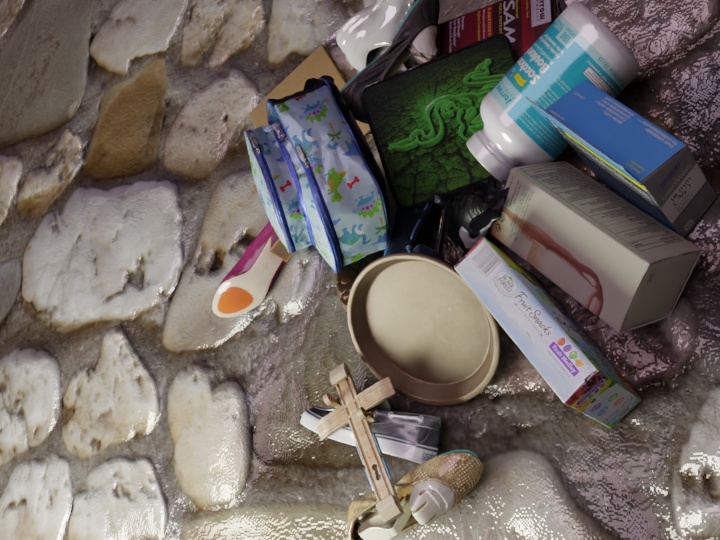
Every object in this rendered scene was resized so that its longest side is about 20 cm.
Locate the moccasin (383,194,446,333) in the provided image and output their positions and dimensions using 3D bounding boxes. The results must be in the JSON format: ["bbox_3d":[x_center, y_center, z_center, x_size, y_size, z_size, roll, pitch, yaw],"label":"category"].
[{"bbox_3d":[0.071,-0.019,1.114,0.067,0.080,0.205,-5,73,38],"label":"moccasin"}]

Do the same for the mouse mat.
[{"bbox_3d":[0.112,-0.181,1.090,0.196,0.008,0.164,-20,98,8],"label":"mouse mat"}]

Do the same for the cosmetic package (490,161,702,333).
[{"bbox_3d":[0.248,-0.031,0.954,0.200,0.102,0.089,44,130,40],"label":"cosmetic package"}]

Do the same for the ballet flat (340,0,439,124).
[{"bbox_3d":[0.055,-0.267,1.138,0.068,0.068,0.201,38,86,14],"label":"ballet flat"}]

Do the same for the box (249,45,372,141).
[{"bbox_3d":[-0.076,-0.222,1.327,0.163,0.021,0.202,-39,54,15],"label":"box"}]

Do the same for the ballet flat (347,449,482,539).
[{"bbox_3d":[0.060,0.276,1.028,0.199,0.071,0.066,-37,16,30],"label":"ballet flat"}]

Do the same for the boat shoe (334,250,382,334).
[{"bbox_3d":[-0.001,0.000,1.176,0.070,0.068,0.203,-15,60,1],"label":"boat shoe"}]

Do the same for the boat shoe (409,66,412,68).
[{"bbox_3d":[0.054,-0.210,1.196,0.067,0.072,0.204,-27,60,26],"label":"boat shoe"}]

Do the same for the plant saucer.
[{"bbox_3d":[0.075,0.068,1.048,0.196,0.029,0.204,14,121,24],"label":"plant saucer"}]

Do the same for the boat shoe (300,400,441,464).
[{"bbox_3d":[0.012,0.186,1.097,0.197,0.071,0.069,7,79,38],"label":"boat shoe"}]

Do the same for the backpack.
[{"bbox_3d":[-0.052,-0.102,1.096,0.145,0.184,0.202,-26,64,-7],"label":"backpack"}]

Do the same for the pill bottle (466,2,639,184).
[{"bbox_3d":[0.213,-0.195,1.012,0.200,0.110,0.112,-47,53,18],"label":"pill bottle"}]

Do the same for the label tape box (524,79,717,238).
[{"bbox_3d":[0.274,-0.126,0.912,0.064,0.199,0.144,-50,52,9],"label":"label tape box"}]

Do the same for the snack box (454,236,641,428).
[{"bbox_3d":[0.200,0.066,0.944,0.053,0.141,0.201,-45,52,14],"label":"snack box"}]

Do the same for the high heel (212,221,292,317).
[{"bbox_3d":[-0.151,-0.012,1.315,0.199,0.067,0.097,-39,26,26],"label":"high heel"}]

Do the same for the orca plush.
[{"bbox_3d":[0.114,-0.062,1.018,0.070,0.200,0.107,16,98,0],"label":"orca plush"}]

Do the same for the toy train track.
[{"bbox_3d":[0.000,0.197,1.039,0.114,0.032,0.202,-34,56,15],"label":"toy train track"}]

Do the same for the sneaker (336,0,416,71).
[{"bbox_3d":[0.057,-0.362,1.256,0.200,0.075,0.089,-42,66,26],"label":"sneaker"}]

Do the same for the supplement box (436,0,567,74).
[{"bbox_3d":[0.168,-0.278,1.138,0.197,0.061,0.111,-12,68,33],"label":"supplement box"}]
